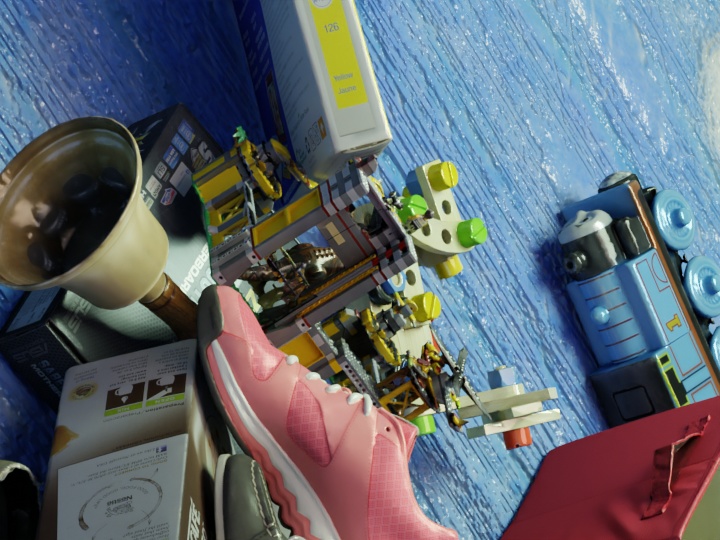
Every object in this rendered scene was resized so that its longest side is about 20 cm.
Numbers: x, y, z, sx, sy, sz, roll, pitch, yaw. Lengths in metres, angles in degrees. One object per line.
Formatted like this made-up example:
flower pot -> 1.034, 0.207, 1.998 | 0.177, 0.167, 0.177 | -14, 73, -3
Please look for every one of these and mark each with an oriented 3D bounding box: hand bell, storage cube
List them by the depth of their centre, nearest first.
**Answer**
hand bell -> -0.108, 0.016, 1.372 | 0.200, 0.104, 0.105 | 47, 42, -44
storage cube -> 0.204, 0.207, 1.650 | 0.201, 0.179, 0.171 | 55, 40, -16

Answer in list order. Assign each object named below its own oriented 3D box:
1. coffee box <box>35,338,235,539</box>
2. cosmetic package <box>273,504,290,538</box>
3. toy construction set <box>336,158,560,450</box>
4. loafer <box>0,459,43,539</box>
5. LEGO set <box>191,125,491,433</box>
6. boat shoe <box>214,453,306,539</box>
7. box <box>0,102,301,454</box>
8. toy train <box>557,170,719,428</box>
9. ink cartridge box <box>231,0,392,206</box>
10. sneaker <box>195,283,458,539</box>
coffee box -> -0.109, 0.141, 1.293 | 0.200, 0.079, 0.115 | -90, 166, -60
cosmetic package -> -0.072, 0.206, 1.367 | 0.200, 0.101, 0.072 | -47, 133, -48
toy construction set -> 0.044, 0.030, 1.617 | 0.131, 0.092, 0.201 | -6, 68, -52
loafer -> -0.187, 0.185, 1.273 | 0.075, 0.069, 0.201 | 8, 68, -48
LEGO set -> 0.000, 0.000, 1.425 | 0.201, 0.115, 0.154 | 56, 10, -17
boat shoe -> -0.035, 0.184, 1.250 | 0.067, 0.057, 0.201 | 68, 13, -64
box -> -0.107, 0.025, 1.459 | 0.158, 0.051, 0.200 | 51, 42, -23
toy train -> 0.206, 0.030, 1.812 | 0.114, 0.086, 0.201 | -28, 96, -46
ink cartridge box -> -0.040, -0.147, 1.520 | 0.047, 0.198, 0.201 | -12, 83, -10
sneaker -> -0.016, 0.088, 1.336 | 0.201, 0.086, 0.074 | 61, 0, 6
